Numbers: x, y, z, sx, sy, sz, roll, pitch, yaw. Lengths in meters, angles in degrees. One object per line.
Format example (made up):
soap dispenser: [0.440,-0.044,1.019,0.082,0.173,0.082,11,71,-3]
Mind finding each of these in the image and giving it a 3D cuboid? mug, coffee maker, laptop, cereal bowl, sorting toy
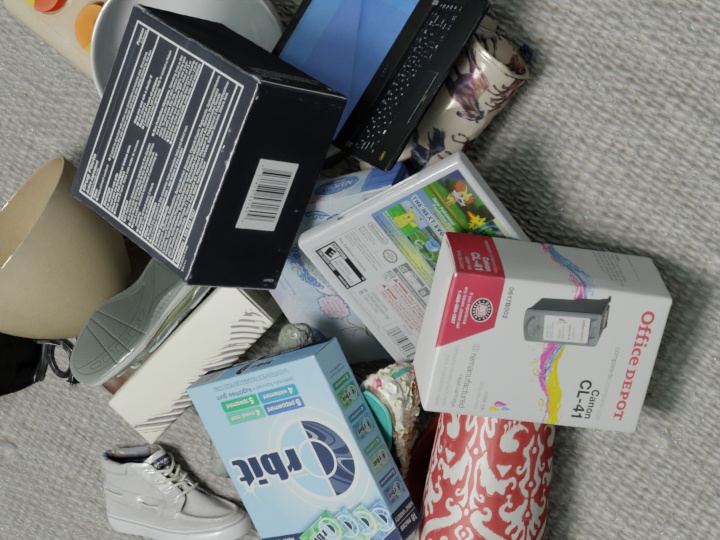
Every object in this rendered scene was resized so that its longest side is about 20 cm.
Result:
mug: [0.103,0.200,1.528,0.177,0.133,0.200,15,106,27]
coffee maker: [-0.463,0.097,1.815,0.192,0.200,0.135,-1,102,32]
laptop: [0.003,-0.202,1.464,0.103,0.200,0.177,30,92,-21]
cereal bowl: [-0.169,-0.220,1.600,0.200,0.083,0.200,0,112,0]
sorting toy: [-0.291,-0.311,1.685,0.185,0.036,0.200,39,120,18]

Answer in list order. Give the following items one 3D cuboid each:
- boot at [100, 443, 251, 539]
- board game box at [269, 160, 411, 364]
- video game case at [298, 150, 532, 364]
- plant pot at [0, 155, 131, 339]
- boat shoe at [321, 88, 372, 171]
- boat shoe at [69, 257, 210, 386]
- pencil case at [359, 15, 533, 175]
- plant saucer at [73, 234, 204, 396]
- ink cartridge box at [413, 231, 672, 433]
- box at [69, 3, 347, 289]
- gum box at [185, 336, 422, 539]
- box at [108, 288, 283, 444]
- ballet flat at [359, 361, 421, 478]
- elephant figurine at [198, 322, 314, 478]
boot: [-0.214,0.247,1.769,0.200,0.074,0.096,0,109,33]
board game box: [0.000,0.000,1.542,0.199,0.043,0.200,-11,124,33]
video game case: [0.072,0.004,1.465,0.182,0.022,0.200,-27,118,26]
plant pot: [-0.325,-0.004,1.694,0.134,0.200,0.200,37,126,-21]
boat shoe: [-0.069,-0.119,1.569,0.202,0.060,0.072,-22,78,19]
boat shoe: [-0.220,0.046,1.662,0.074,0.065,0.202,35,81,33]
pencil case: [0.077,-0.143,1.490,0.078,0.089,0.200,31,122,-13]
plant saucer: [-0.241,0.056,1.766,0.200,0.032,0.200,8,106,30]
ink cartridge box: [0.160,0.056,1.415,0.200,0.086,0.148,7,116,-7]
box: [-0.144,-0.115,1.473,0.198,0.123,0.200,35,110,38]
gum box: [-0.055,0.176,1.521,0.170,0.045,0.200,-16,104,37]
box: [-0.170,0.086,1.667,0.068,0.082,0.200,44,110,-3]
ballet flat: [0.032,0.156,1.554,0.076,0.064,0.200,41,151,18]
elephant figurine: [-0.062,0.149,1.608,0.200,0.155,0.142,-26,65,43]
